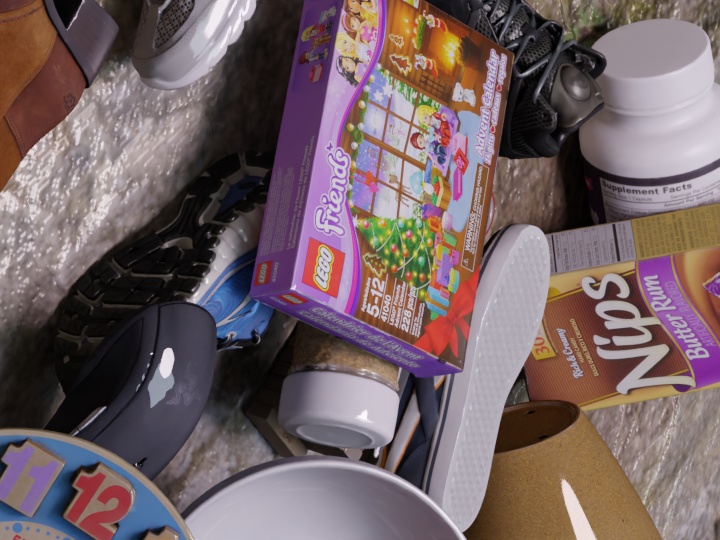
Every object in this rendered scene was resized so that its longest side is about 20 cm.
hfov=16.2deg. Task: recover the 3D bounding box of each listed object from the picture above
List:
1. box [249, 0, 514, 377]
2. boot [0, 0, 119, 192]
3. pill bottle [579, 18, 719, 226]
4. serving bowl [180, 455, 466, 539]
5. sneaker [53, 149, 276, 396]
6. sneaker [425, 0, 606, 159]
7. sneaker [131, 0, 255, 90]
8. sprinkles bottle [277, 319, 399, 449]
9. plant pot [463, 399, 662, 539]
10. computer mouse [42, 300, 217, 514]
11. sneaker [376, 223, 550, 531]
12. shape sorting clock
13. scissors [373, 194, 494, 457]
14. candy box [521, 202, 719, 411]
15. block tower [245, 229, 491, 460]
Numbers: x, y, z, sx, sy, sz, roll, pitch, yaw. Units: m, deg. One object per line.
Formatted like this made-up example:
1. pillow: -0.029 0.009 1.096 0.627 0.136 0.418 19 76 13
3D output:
1. box: 0.015 -0.056 1.419 0.136 0.039 0.201 25 65 -38
2. boot: -0.223 -0.080 1.213 0.201 0.068 0.188 -59 149 -10
3. pill bottle: 0.209 -0.064 1.725 0.111 0.111 0.201 -40 131 -38
4. serving bowl: -0.032 0.192 1.392 0.199 0.066 0.201 -2 103 -10
5. sneaker: -0.087 0.020 1.392 0.200 0.078 0.090 -43 130 -36
6. sneaker: 0.090 -0.149 1.541 0.076 0.114 0.200 -46 133 -35
7. sneaker: -0.093 -0.195 1.333 0.082 0.075 0.201 21 79 -39
8. sprinkles bottle: 0.000 0.000 1.469 0.068 0.068 0.201 34 59 -52
9. plant pot: 0.125 0.196 1.670 0.186 0.186 0.201 -31 112 -43
10. computer mouse: -0.122 0.113 1.337 0.200 0.046 0.140 -48 141 8
11. sneaker: 0.055 0.060 1.593 0.078 0.079 0.201 33 73 -55
12. shape sorting clock: -0.172 0.179 1.264 0.039 0.199 0.201 -159 -96 -86
13. scissors: 0.035 0.010 1.495 0.201 0.014 0.073 -63 148 -28
14. candy box: 0.200 0.024 1.681 0.057 0.199 0.117 -88 166 -55
15. block tower: 0.010 0.026 1.541 0.201 0.058 0.054 -58 140 -20
